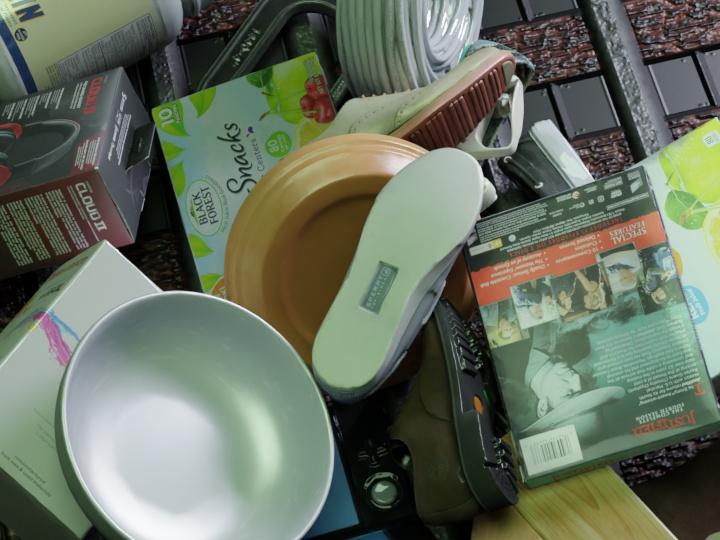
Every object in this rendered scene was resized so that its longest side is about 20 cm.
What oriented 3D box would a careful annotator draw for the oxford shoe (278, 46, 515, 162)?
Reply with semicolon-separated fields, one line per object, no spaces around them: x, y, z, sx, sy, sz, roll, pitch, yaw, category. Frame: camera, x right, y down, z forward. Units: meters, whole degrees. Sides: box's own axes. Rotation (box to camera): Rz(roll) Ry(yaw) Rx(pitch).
0.026;-0.116;1.548;0.200;0.071;0.074;-35;64;-8;oxford shoe

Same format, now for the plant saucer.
0.000;0.000;1.509;0.199;0.201;0.037;-18;21;-7;plant saucer

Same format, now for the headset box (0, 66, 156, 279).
-0.249;-0.070;1.573;0.199;0.075;0.149;-15;34;13;headset box

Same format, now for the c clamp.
-0.043;-0.148;1.690;0.170;0.027;0.200;20;65;15;c clamp

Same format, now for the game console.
-0.059;0.166;1.447;0.199;0.119;0.173;-14;61;-5;game console

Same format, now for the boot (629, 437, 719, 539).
0.263;0.136;1.470;0.166;0.072;0.201;-13;57;-1;boot

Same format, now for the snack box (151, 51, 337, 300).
-0.070;-0.056;1.603;0.142;0.053;0.201;-20;64;2;snack box

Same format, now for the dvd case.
0.159;0.038;1.436;0.145;0.022;0.201;-19;64;10;dvd case

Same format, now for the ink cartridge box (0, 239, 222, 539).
-0.203;0.081;1.478;0.125;0.128;0.200;43;66;-13;ink cartridge box

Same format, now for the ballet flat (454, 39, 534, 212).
0.083;-0.087;1.596;0.074;0.074;0.201;18;79;14;ballet flat

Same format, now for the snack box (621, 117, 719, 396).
0.216;0.015;1.480;0.200;0.068;0.169;-32;70;6;snack box

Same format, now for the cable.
0.043;-0.222;1.628;0.069;0.200;0.201;7;60;22;cable

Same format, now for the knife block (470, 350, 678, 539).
0.142;0.140;1.455;0.199;0.064;0.176;-2;57;22;knife block

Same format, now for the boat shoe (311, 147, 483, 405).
0.024;0.006;1.458;0.070;0.072;0.201;27;73;9;boat shoe

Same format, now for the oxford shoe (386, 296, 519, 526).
0.052;0.095;1.439;0.084;0.073;0.200;-26;36;18;oxford shoe

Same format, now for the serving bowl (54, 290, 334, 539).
-0.120;0.118;1.391;0.199;0.066;0.201;14;59;-25;serving bowl

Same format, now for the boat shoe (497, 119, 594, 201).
0.169;-0.028;1.583;0.066;0.070;0.200;-34;64;5;boat shoe

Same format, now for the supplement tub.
-0.236;-0.224;1.678;0.200;0.145;0.145;-31;62;-14;supplement tub
